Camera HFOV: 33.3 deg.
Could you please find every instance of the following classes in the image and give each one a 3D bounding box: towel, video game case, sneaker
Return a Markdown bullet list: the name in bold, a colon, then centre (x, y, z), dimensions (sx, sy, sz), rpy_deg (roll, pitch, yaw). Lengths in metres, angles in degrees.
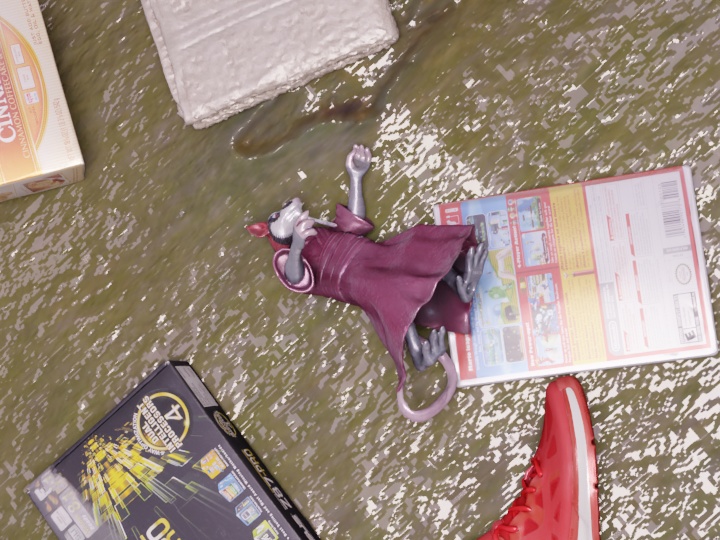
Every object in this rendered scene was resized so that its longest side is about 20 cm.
- **towel**: centre (-0.076, -0.209, 0.989), dimensions (0.198, 0.034, 0.134), rpy_deg (-21, 81, 8)
- **video game case**: centre (0.161, 0.006, 0.918), dimensions (0.197, 0.017, 0.145), rpy_deg (-8, 82, 11)
- **sneaker**: centre (0.117, 0.180, 0.877), dimensions (0.114, 0.078, 0.203), rpy_deg (-3, 82, 11)

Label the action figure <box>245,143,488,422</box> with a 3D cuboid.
- **action figure**: centre (0.000, 0.000, 0.927), dimensions (0.198, 0.134, 0.150), rpy_deg (18, 127, 32)

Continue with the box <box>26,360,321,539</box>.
- **box**: centre (-0.144, 0.197, 0.947), dimensions (0.161, 0.049, 0.201), rpy_deg (-41, 77, 9)

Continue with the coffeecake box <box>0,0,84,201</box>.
- **coffeecake box**: centre (-0.340, -0.127, 0.971), dimensions (0.198, 0.073, 0.155), rpy_deg (-16, 87, -14)
